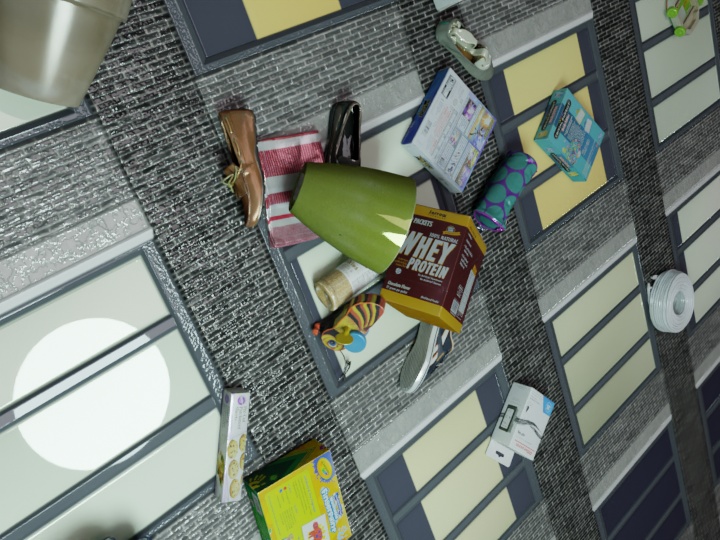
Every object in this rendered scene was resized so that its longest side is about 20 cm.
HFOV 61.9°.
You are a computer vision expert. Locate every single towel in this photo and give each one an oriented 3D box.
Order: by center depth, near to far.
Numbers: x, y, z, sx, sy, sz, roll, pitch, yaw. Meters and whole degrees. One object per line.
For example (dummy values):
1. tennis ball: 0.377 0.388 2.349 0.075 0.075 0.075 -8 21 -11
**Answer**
1. towel: -0.122 -0.155 1.140 0.142 0.023 0.204 -16 104 -30

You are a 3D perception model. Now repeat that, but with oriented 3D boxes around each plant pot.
1. plant pot: -0.431 -0.328 0.825 0.197 0.200 0.177 8 108 -35
2. plant pot: -0.026 -0.116 1.106 0.197 0.187 0.191 19 84 -16

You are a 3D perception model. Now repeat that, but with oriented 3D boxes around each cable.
1. cable: 1.006 0.098 1.938 0.197 0.069 0.204 -18 105 -32

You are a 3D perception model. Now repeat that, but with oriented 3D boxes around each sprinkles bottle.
1. sprinkles bottle: 0.000 0.000 1.219 0.199 0.068 0.069 -36 114 -27

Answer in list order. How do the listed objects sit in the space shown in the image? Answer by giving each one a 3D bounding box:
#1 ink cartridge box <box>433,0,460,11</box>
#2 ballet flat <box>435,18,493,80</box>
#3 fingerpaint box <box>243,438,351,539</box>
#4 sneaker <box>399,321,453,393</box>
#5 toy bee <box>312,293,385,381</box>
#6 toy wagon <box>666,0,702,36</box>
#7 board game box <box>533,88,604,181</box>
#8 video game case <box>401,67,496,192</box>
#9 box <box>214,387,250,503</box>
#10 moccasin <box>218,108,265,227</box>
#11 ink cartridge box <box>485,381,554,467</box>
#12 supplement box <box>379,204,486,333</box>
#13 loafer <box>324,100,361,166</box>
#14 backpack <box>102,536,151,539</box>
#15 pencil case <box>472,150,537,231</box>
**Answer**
1. ink cartridge box: 0.197 -0.684 1.275 0.145 0.083 0.202 -38 115 -26
2. ballet flat: 0.248 -0.490 1.344 0.198 0.063 0.069 26 81 -35
3. fingerpaint box: -0.120 0.466 1.181 0.165 0.073 0.204 -23 108 -30
4. sneaker: 0.157 0.187 1.344 0.079 0.078 0.203 30 76 -27
5. toy bee: -0.036 0.121 1.182 0.107 0.131 0.203 25 98 -7
6. toy wagon: 0.986 -0.828 1.844 0.200 0.039 0.156 47 69 -28
7. board game box: 0.553 -0.353 1.584 0.199 0.047 0.153 32 77 -33
8. video game case: 0.200 -0.309 1.341 0.180 0.045 0.202 36 75 -31
9. box: -0.236 0.320 1.104 0.041 0.038 0.204 5 92 -36
10. moccasin: -0.211 -0.177 1.050 0.076 0.073 0.206 -11 104 -22
11. ink cartridge box: 0.413 0.408 1.554 0.115 0.067 0.203 33 77 -32
12. supplement box: 0.156 0.000 1.242 0.197 0.131 0.203 36 72 -64
13. loafer: -0.030 -0.231 1.176 0.071 0.063 0.204 -2 96 -33
14. backpack: -0.391 0.510 0.939 0.189 0.199 0.156 -33 99 -31
15. pencil case: 0.346 -0.188 1.433 0.092 0.085 0.202 37 74 -15
